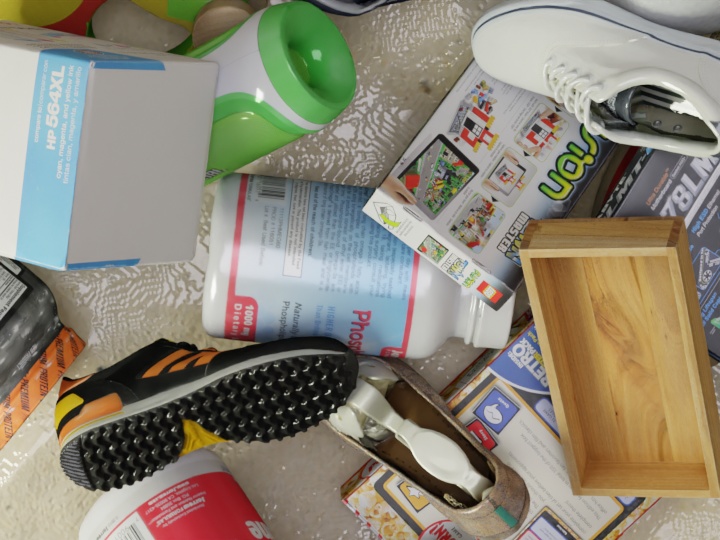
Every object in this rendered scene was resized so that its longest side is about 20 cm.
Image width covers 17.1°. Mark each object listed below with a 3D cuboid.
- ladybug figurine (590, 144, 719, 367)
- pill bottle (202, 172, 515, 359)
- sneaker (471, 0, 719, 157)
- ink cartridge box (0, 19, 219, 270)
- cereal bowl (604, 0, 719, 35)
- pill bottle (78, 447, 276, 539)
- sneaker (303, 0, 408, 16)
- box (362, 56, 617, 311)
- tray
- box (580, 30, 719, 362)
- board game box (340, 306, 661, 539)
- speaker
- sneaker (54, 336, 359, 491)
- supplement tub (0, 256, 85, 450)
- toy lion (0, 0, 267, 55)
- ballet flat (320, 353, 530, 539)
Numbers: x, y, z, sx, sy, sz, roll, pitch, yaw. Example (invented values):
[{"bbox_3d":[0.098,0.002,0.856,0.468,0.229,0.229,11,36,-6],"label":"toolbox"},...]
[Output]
[{"bbox_3d":[0.221,-0.026,1.583,0.135,0.072,0.201,9,96,-2],"label":"ladybug figurine"},{"bbox_3d":[0.000,0.000,1.562,0.199,0.109,0.109,6,96,-1],"label":"pill bottle"},{"bbox_3d":[0.149,-0.119,1.465,0.199,0.071,0.073,14,131,29],"label":"sneaker"},{"bbox_3d":[-0.208,-0.083,1.462,0.199,0.128,0.126,14,101,31],"label":"ink cartridge box"},{"bbox_3d":[0.171,-0.240,1.488,0.083,0.200,0.201,-10,97,-16],"label":"cereal bowl"},{"bbox_3d":[-0.089,0.223,1.546,0.112,0.112,0.200,-37,68,3],"label":"pill bottle"},{"bbox_3d":[0.042,-0.206,1.540,0.199,0.109,0.070,-11,97,0],"label":"sneaker"},{"bbox_3d":[0.100,-0.083,1.539,0.110,0.035,0.200,37,62,-1],"label":"box"},{"bbox_3d":[0.168,0.056,1.503,0.098,0.037,0.201,-1,126,20],"label":"tray"},{"bbox_3d":[0.268,-0.035,1.523,0.198,0.050,0.201,32,90,-7],"label":"box"},{"bbox_3d":[0.108,0.136,1.611,0.200,0.046,0.152,-43,96,3],"label":"board game box"},{"bbox_3d":[-0.100,-0.097,1.518,0.199,0.088,0.089,-25,97,33],"label":"speaker"},{"bbox_3d":[-0.103,0.068,1.535,0.199,0.090,0.070,-19,134,-2],"label":"sneaker"},{"bbox_3d":[-0.284,0.021,1.551,0.200,0.123,0.123,41,94,-5],"label":"supplement tub"},{"bbox_3d":[-0.183,-0.193,1.543,0.191,0.069,0.200,-24,118,15],"label":"toy lion"},{"bbox_3d":[0.028,0.099,1.552,0.200,0.067,0.068,34,87,27],"label":"ballet flat"}]
